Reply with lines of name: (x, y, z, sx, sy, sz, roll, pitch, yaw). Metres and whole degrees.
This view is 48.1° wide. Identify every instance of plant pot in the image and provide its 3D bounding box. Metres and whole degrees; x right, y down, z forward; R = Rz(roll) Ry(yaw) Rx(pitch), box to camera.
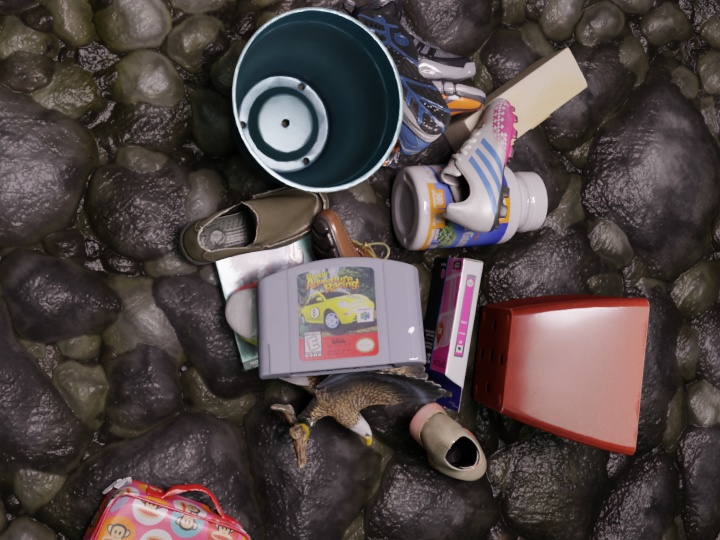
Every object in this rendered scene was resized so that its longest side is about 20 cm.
plant pot: (-0.073, -0.188, 0.976, 0.197, 0.188, 0.204, 0, 90, -19)
plant pot: (0.260, 0.128, 1.111, 0.173, 0.200, 0.204, 6, 89, -9)

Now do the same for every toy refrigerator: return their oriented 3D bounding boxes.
toy refrigerator: (0.220, -0.228, 1.142, 0.199, 0.076, 0.071, -36, 102, -16)

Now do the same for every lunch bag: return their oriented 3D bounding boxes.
lunch bag: (-0.237, 0.345, 0.983, 0.198, 0.082, 0.178, 27, 82, -18)

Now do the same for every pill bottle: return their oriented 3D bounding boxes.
pill bottle: (0.150, -0.089, 1.099, 0.197, 0.112, 0.114, -5, 93, -19)

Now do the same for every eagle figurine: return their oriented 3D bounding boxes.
eagle figurine: (-0.006, 0.158, 1.036, 0.199, 0.152, 0.151, -33, 142, 0)

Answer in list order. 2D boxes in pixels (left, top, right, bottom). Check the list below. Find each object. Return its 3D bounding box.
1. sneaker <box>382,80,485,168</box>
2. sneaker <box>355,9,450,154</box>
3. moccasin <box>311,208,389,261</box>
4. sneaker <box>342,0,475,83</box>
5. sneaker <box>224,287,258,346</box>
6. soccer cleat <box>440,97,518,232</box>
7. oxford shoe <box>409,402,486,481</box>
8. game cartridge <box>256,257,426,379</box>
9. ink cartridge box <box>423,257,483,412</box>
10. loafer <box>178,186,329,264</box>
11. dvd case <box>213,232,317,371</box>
sneaker: (0.067, -0.194, 1.078, 0.196, 0.078, 0.114, 2, 98, 7)
sneaker: (0.036, -0.235, 0.999, 0.075, 0.077, 0.202, -11, 68, -30)
moccasin: (0.001, 0.000, 1.050, 0.078, 0.073, 0.203, -43, 119, -20)
sneaker: (0.065, -0.312, 1.082, 0.197, 0.075, 0.116, 0, 94, -17)
sneaker: (-0.071, 0.077, 1.026, 0.197, 0.105, 0.077, 15, 81, 11)
soccer cleat: (0.148, -0.143, 1.020, 0.085, 0.070, 0.203, 13, 62, -4)
oxford shoe: (0.131, 0.250, 1.083, 0.071, 0.074, 0.200, -49, 138, -3)
game cartridge: (-0.026, 0.053, 0.953, 0.197, 0.041, 0.135, -6, 69, 4)
ink cartridge box: (0.118, 0.084, 1.100, 0.037, 0.095, 0.204, 8, 88, -19)
loafer: (-0.124, -0.055, 1.001, 0.198, 0.070, 0.076, -24, 98, -18)
dvd case: (-0.112, 0.013, 1.054, 0.144, 0.022, 0.203, -15, 97, -19)
